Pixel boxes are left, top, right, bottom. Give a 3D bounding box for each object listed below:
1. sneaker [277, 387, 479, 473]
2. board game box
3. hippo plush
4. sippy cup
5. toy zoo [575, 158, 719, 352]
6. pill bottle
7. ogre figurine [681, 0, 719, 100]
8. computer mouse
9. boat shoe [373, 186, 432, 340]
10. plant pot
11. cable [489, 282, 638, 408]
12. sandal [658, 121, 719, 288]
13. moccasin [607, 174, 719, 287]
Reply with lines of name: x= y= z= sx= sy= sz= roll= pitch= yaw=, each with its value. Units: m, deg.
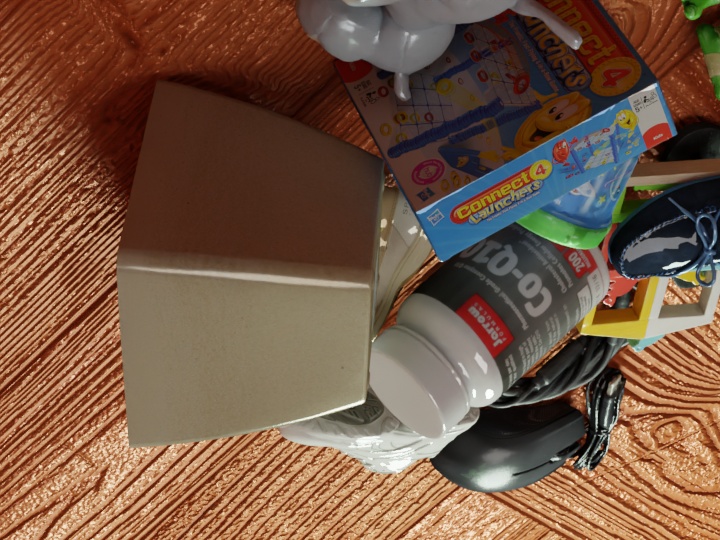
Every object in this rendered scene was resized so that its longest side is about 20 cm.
sneaker: x=0.008 y=0.148 z=1.808 sx=0.199 sy=0.078 sz=0.100 roll=3 pitch=135 yaw=-27
board game box: x=0.103 y=-0.129 z=1.486 sx=0.195 sy=0.200 sz=0.056 roll=-29 pitch=133 yaw=1
hippo plush: x=0.039 y=-0.221 z=1.437 sx=0.199 sy=0.160 sz=0.161 roll=12 pitch=158 yaw=-17
sippy cup: x=0.168 y=-0.109 z=1.592 sx=0.139 sy=0.178 sz=0.131 roll=26 pitch=114 yaw=-15
toy zoo: x=0.260 y=-0.008 z=1.747 sx=0.130 sy=0.021 sz=0.201 roll=-4 pitch=129 yaw=-17
pill bottle: x=0.103 y=0.040 z=1.668 sx=0.200 sy=0.114 sz=0.114 roll=-42 pitch=143 yaw=-22
ogre figurine: x=0.322 y=-0.212 z=1.603 sx=0.119 sy=0.098 sz=0.201 roll=-17 pitch=125 yaw=16
computer mouse: x=0.164 y=0.168 z=1.923 sx=0.199 sy=0.053 sz=0.139 roll=-9 pitch=136 yaw=-19
boat shoe: x=0.000 y=0.000 z=1.667 sx=0.069 sy=0.074 sz=0.200 roll=21 pitch=130 yaw=-13
plant pot: x=-0.074 y=0.001 z=1.484 sx=0.176 sy=0.201 sz=0.200 roll=4 pitch=134 yaw=1
cable: x=0.182 y=0.050 z=1.825 sx=0.200 sy=0.051 sz=0.163 roll=-45 pitch=140 yaw=13
sandal: x=0.309 y=-0.052 z=1.781 sx=0.075 sy=0.048 sz=0.201 roll=-21 pitch=138 yaw=-7
moccasin: x=0.305 y=-0.040 z=1.677 sx=0.199 sy=0.068 sz=0.081 roll=-24 pitch=131 yaw=-1
